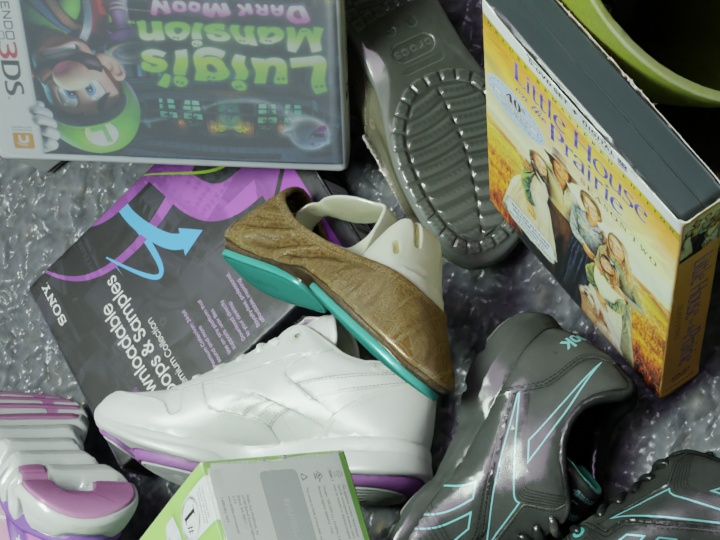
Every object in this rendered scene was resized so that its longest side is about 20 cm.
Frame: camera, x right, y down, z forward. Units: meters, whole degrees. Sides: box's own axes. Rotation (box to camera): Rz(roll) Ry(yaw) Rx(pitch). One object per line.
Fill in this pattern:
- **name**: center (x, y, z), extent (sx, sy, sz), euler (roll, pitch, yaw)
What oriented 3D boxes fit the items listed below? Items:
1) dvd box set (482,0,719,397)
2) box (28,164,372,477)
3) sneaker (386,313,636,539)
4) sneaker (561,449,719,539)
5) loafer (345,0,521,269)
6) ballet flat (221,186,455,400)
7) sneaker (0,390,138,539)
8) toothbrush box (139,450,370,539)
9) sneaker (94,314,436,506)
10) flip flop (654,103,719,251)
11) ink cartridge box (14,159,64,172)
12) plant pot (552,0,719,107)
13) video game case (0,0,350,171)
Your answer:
- **dvd box set**: center (0.112, -0.035, 1.054), extent (0.029, 0.200, 0.147), euler (-34, 68, -11)
- **box**: center (-0.093, 0.002, 1.286), extent (0.200, 0.036, 0.143), euler (-44, 58, 17)
- **sneaker**: center (0.070, 0.123, 1.111), extent (0.079, 0.075, 0.202), euler (24, 92, 32)
- **sneaker**: center (0.144, 0.132, 1.057), extent (0.198, 0.075, 0.080), euler (-10, 71, 9)
- **loafer**: center (0.034, -0.089, 1.216), extent (0.075, 0.070, 0.202), euler (-18, 73, -11)
- **ballet flat**: center (0.000, 0.000, 1.155), extent (0.073, 0.068, 0.200), euler (-51, 35, -6)
- **sneaker**: center (-0.187, 0.131, 1.264), extent (0.200, 0.080, 0.089), euler (-137, 52, -60)
- **toothbrush box**: center (-0.063, 0.202, 1.127), extent (0.200, 0.085, 0.147), euler (-51, 49, 48)
- **sneaker**: center (-0.049, 0.074, 1.215), extent (0.198, 0.075, 0.101), euler (3, 72, 19)
- **flip flop**: center (0.216, -0.046, 1.086), extent (0.198, 0.058, 0.082), euler (-6, 68, 16)
- **ink cartridge box**: center (-0.235, -0.175, 1.363), extent (0.083, 0.144, 0.201), euler (-35, 60, 22)
- **plant pot**: center (0.139, -0.159, 1.081), extent (0.200, 0.185, 0.189), euler (166, 116, -69)
- **video game case**: center (-0.106, -0.129, 1.176), extent (0.198, 0.183, 0.023), euler (2, 45, 4)
